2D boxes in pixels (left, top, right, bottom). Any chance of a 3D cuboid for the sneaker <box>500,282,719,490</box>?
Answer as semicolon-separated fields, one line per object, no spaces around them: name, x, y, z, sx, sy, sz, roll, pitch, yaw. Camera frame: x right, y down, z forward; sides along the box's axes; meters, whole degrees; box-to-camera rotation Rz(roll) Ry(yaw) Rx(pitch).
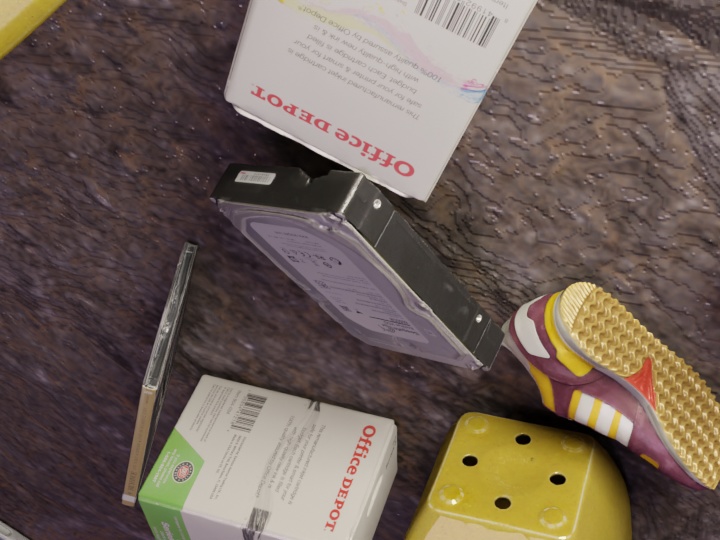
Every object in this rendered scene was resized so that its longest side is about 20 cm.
sneaker;0.191;0.092;0.775;0.200;0.075;0.090;47;143;-13

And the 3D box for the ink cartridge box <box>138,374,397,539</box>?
ink cartridge box;-0.079;0.194;0.948;0.198;0.146;0.085;12;138;16

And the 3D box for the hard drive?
hard drive;0.000;0.000;0.735;0.139;0.038;0.200;11;155;44

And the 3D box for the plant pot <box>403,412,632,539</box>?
plant pot;0.128;0.237;0.865;0.194;0.195;0.202;9;127;18

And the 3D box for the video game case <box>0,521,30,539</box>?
video game case;-0.569;0.380;1.476;0.182;0.022;0.200;38;136;-13

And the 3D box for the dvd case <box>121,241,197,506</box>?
dvd case;-0.176;0.093;0.894;0.016;0.150;0.201;14;139;-7

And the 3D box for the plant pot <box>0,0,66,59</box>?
plant pot;-0.165;-0.253;0.518;0.175;0.201;0.201;-19;123;26

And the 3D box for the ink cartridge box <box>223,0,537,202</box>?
ink cartridge box;0.019;-0.157;0.590;0.147;0.086;0.201;28;140;-2
